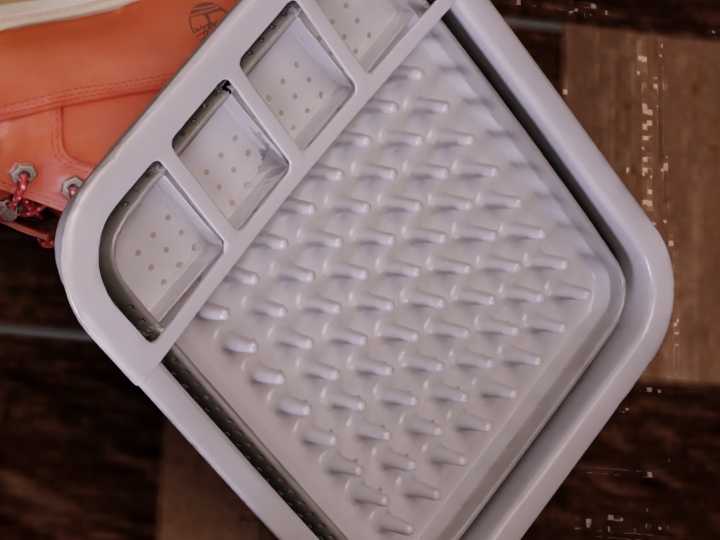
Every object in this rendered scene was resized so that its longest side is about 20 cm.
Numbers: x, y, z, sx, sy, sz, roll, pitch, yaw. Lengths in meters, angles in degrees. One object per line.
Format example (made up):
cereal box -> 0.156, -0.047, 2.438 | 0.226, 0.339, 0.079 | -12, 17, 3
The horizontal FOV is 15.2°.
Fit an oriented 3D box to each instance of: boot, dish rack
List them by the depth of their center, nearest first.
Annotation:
dish rack -> 0.000, 0.000, 0.847 | 0.172, 0.044, 0.200 | -52, 121, -21
boot -> -0.099, -0.036, 0.852 | 0.200, 0.075, 0.107 | -23, 87, -20
